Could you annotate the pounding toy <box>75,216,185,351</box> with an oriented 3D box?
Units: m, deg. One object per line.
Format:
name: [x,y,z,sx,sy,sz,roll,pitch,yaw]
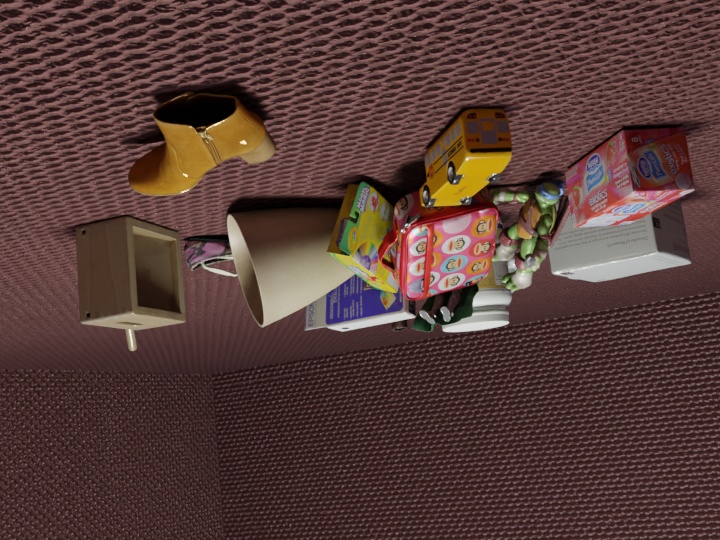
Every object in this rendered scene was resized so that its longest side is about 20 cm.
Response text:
pounding toy: [-0.382,0.029,1.603,0.142,0.185,0.200,-10,169,20]

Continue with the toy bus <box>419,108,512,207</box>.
toy bus: [0.132,-0.141,1.274,0.065,0.079,0.200,-4,170,-14]

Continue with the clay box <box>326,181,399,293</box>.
clay box: [0.015,-0.052,1.498,0.047,0.115,0.200,10,165,31]

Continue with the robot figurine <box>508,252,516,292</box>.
robot figurine: [0.260,-0.003,1.999,0.169,0.113,0.200,-14,167,31]

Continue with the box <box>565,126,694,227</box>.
box: [0.389,-0.133,1.418,0.099,0.096,0.200,-4,169,-13]

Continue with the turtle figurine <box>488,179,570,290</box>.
turtle figurine: [0.239,-0.056,1.564,0.144,0.200,0.194,31,144,16]

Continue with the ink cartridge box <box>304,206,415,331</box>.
ink cartridge box: [0.000,0.000,1.638,0.199,0.199,0.043,-11,155,28]

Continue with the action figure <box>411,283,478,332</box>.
action figure: [0.159,0.010,1.603,0.118,0.200,0.055,-11,125,35]

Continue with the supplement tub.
supplement tub: [0.198,0.005,1.763,0.144,0.201,0.144,-6,170,-1]

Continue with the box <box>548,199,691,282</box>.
box: [0.460,-0.064,1.736,0.199,0.131,0.199,-13,168,33]

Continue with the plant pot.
plant pot: [-0.093,-0.029,1.562,0.199,0.188,0.187,-18,173,-15]

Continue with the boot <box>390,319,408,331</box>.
boot: [0.056,0.040,1.945,0.072,0.167,0.200,-6,177,-4]

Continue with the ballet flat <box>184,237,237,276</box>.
ballet flat: [-0.212,-0.025,1.723,0.199,0.071,0.069,-4,169,-13]

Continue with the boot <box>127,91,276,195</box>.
boot: [-0.206,-0.149,1.102,0.200,0.071,0.144,-12,162,15]

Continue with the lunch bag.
lunch bag: [0.112,-0.044,1.456,0.175,0.082,0.200,-14,145,-9]
